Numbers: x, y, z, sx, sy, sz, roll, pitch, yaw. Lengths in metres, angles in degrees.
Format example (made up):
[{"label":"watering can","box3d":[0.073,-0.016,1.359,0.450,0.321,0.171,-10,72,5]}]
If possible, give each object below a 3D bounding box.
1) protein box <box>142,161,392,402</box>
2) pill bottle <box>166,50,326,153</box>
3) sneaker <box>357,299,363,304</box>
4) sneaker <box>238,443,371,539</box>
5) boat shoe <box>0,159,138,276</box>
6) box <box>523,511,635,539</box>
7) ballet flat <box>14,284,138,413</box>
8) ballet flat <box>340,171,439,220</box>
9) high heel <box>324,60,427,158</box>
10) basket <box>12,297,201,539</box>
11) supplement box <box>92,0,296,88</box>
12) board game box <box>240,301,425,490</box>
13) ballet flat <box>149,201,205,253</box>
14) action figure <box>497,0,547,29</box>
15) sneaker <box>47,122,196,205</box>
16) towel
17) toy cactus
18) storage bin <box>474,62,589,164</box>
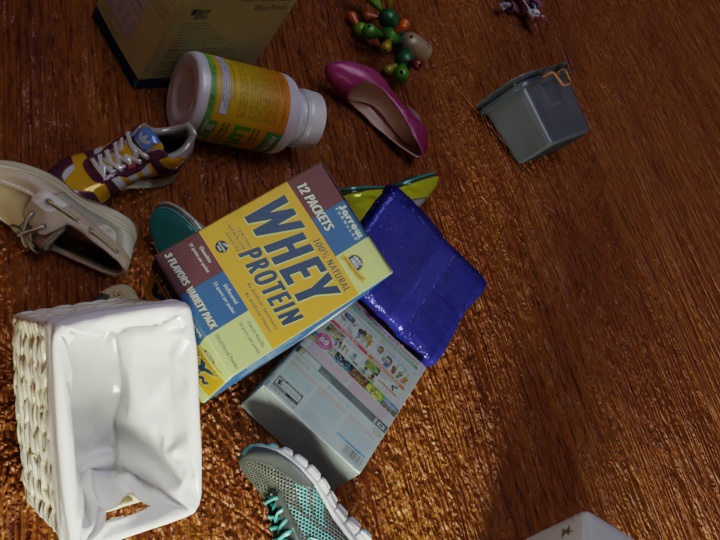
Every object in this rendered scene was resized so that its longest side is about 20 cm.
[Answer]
[{"label":"protein box","box3d":[-0.106,0.019,0.961,0.198,0.200,0.135,-32,86,-23]},{"label":"pill bottle","box3d":[-0.150,-0.220,1.237,0.199,0.111,0.112,7,55,-35]},{"label":"sneaker","box3d":[0.000,0.000,1.222,0.199,0.079,0.090,11,11,-30]},{"label":"sneaker","box3d":[-0.063,0.269,0.959,0.200,0.078,0.091,46,46,3]},{"label":"boat shoe","box3d":[-0.338,-0.054,0.991,0.199,0.072,0.065,27,44,-28]},{"label":"box","box3d":[0.235,0.411,0.992,0.171,0.200,0.200,33,44,-17]},{"label":"ballet flat","box3d":[-0.280,0.080,0.933,0.066,0.057,0.201,16,43,7]},{"label":"ballet flat","box3d":[0.044,-0.098,1.345,0.199,0.067,0.068,-15,90,-41]},{"label":"high heel","box3d":[0.026,-0.251,1.438,0.200,0.067,0.096,35,31,-31]},{"label":"basket","box3d":[-0.235,0.127,0.834,0.135,0.123,0.202,-9,100,-42]},{"label":"supplement box","box3d":[-0.216,-0.367,1.232,0.199,0.200,0.135,-18,71,-45]},{"label":"board game box","box3d":[-0.026,0.138,1.096,0.148,0.064,0.200,44,43,-3]},{"label":"ballet flat","box3d":[-0.178,0.002,1.094,0.200,0.067,0.062,52,15,1]},{"label":"action figure","box3d":[0.337,-0.603,1.963,0.149,0.133,0.201,46,21,-84]},{"label":"sneaker","box3d":[-0.282,-0.131,1.078,0.075,0.090,0.200,51,41,6]},{"label":"towel","box3d":[0.060,0.007,1.176,0.200,0.049,0.148,46,67,-23]},{"label":"toy cactus","box3d":[0.066,-0.408,1.584,0.164,0.102,0.201,7,46,-47]},{"label":"storage bin","box3d":[0.332,-0.286,1.668,0.200,0.145,0.135,-25,86,-46]}]
